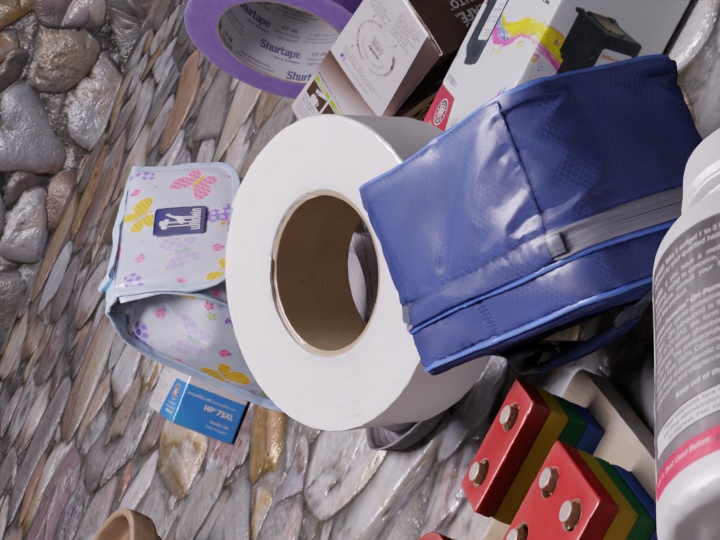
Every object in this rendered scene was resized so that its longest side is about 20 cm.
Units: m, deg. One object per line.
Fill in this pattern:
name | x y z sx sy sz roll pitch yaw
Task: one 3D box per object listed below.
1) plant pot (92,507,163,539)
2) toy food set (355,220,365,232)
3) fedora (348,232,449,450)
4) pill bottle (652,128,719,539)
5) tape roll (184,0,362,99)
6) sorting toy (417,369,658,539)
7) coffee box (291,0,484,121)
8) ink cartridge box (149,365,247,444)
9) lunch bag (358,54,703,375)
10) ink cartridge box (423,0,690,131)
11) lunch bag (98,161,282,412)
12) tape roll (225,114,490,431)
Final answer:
plant pot | -0.205 0.322 1.505 0.201 0.092 0.202 -53 23 35
toy food set | -0.044 0.017 1.331 0.200 0.060 0.145 71 -150 -60
fedora | 0.016 0.032 1.219 0.177 0.090 0.201 -54 22 34
pill bottle | 0.180 0.032 0.719 0.111 0.110 0.201 -48 26 45
tape roll | -0.063 -0.251 1.613 0.200 0.199 0.086 -33 38 60
sorting toy | 0.086 0.168 0.892 0.200 0.069 0.200 -63 19 13
coffee box | 0.042 -0.161 1.291 0.113 0.080 0.200 -26 -13 -32
ink cartridge box | -0.131 0.058 1.649 0.201 0.067 0.116 -68 19 -3
lunch bag | 0.099 -0.016 0.917 0.200 0.135 0.133 -31 77 55
ink cartridge box | 0.126 -0.141 1.125 0.201 0.082 0.146 -63 17 13
lunch bag | -0.123 0.002 1.480 0.127 0.199 0.170 -53 22 37
tape roll | 0.000 0.000 1.088 0.202 0.070 0.204 4 96 47
